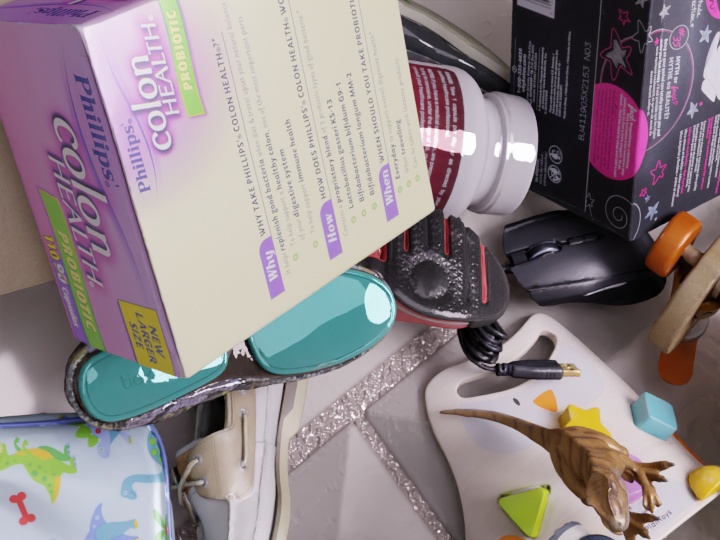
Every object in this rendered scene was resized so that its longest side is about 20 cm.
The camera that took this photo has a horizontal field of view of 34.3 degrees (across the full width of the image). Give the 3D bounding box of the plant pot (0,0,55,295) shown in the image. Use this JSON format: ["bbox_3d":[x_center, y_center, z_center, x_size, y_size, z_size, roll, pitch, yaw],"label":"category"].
[{"bbox_3d":[-0.228,-0.072,0.667,0.199,0.200,0.178,-17,97,-23],"label":"plant pot"}]

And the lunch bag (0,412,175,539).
[{"bbox_3d":[-0.188,0.183,0.675,0.160,0.082,0.201,-3,79,-22],"label":"lunch bag"}]

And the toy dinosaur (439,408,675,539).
[{"bbox_3d":[0.136,0.115,0.726,0.106,0.200,0.061,36,85,-15],"label":"toy dinosaur"}]

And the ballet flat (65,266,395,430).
[{"bbox_3d":[-0.078,0.038,0.685,0.199,0.072,0.072,-16,84,-23],"label":"ballet flat"}]

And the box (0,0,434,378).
[{"bbox_3d":[-0.070,-0.076,0.608,0.200,0.096,0.177,-35,124,-38],"label":"box"}]

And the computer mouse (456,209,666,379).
[{"bbox_3d":[0.152,0.011,0.836,0.199,0.046,0.141,2,55,-21],"label":"computer mouse"}]

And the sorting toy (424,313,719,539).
[{"bbox_3d":[0.141,0.124,0.820,0.199,0.107,0.180,-30,71,-24],"label":"sorting toy"}]

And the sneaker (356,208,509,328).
[{"bbox_3d":[0.000,0.000,0.782,0.199,0.087,0.074,10,70,-10],"label":"sneaker"}]

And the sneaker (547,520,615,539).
[{"bbox_3d":[0.162,0.244,0.704,0.070,0.082,0.201,-41,127,-28],"label":"sneaker"}]

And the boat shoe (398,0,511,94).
[{"bbox_3d":[0.035,-0.162,0.856,0.199,0.072,0.068,23,109,-22],"label":"boat shoe"}]

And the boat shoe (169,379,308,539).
[{"bbox_3d":[-0.083,0.127,0.714,0.068,0.075,0.201,24,47,-22],"label":"boat shoe"}]

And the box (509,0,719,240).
[{"bbox_3d":[0.185,-0.147,0.810,0.114,0.132,0.201,-22,127,-29],"label":"box"}]

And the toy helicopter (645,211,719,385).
[{"bbox_3d":[0.270,0.001,0.866,0.079,0.133,0.200,36,45,20],"label":"toy helicopter"}]

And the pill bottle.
[{"bbox_3d":[0.014,-0.089,0.795,0.199,0.113,0.114,5,76,-19],"label":"pill bottle"}]
